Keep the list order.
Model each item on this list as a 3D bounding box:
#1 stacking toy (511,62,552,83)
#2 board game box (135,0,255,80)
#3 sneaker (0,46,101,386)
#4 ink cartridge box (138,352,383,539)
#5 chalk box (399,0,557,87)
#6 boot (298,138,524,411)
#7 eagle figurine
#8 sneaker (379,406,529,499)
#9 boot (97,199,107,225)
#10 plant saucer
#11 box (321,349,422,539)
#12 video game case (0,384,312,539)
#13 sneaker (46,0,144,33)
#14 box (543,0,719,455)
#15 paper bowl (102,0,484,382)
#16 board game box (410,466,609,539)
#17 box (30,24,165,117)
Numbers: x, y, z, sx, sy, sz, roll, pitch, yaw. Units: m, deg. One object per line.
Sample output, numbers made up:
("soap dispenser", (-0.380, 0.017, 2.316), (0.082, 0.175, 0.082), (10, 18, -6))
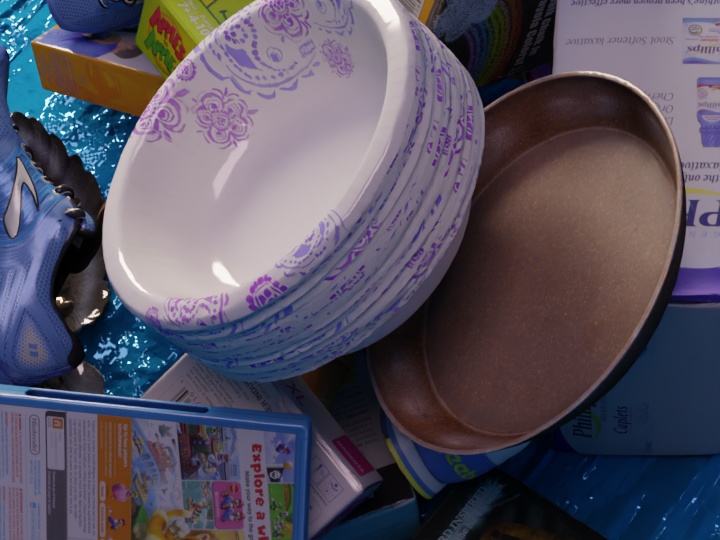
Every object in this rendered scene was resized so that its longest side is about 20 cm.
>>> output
("stacking toy", (0.133, -0.145, 1.223), (0.199, 0.116, 0.110), (-15, 55, 14))
("board game box", (-0.019, -0.141, 1.157), (0.199, 0.048, 0.102), (-21, 58, -33))
("sneaker", (-0.188, -0.030, 1.082), (0.089, 0.079, 0.201), (-7, 75, -9))
("ink cartridge box", (-0.096, 0.132, 1.068), (0.200, 0.042, 0.119), (-43, 78, 17))
("chalk box", (0.070, -0.192, 1.117), (0.199, 0.125, 0.124), (-23, 60, -36))
("boot", (0.000, 0.000, 1.080), (0.199, 0.077, 0.156), (3, 63, 35))
("eagle figurine", (-0.224, 0.002, 1.188), (0.151, 0.152, 0.200), (17, 18, -25))
("sneaker", (0.060, 0.032, 1.118), (0.082, 0.074, 0.201), (-21, 50, 26))
("boot", (-0.065, -0.066, 1.229), (0.199, 0.075, 0.097), (-13, 34, 6))
("plant saucer", (0.084, 0.000, 0.961), (0.200, 0.034, 0.201), (-30, 45, 35))
("box", (-0.033, 0.069, 1.142), (0.082, 0.049, 0.201), (-19, 58, -2))
("video game case", (-0.126, 0.133, 1.025), (0.199, 0.144, 0.018), (5, 19, 7))
("sneaker", (-0.136, -0.192, 1.157), (0.089, 0.200, 0.079), (-30, 90, -41))
("box", (0.157, -0.025, 1.090), (0.104, 0.184, 0.201), (1, 60, 8))
("paper bowl", (-0.025, -0.037, 0.989), (0.200, 0.104, 0.201), (-26, 44, 28))
("board game box", (0.057, 0.211, 1.056), (0.135, 0.028, 0.200), (32, 70, 25))
("box", (-0.094, -0.136, 1.233), (0.199, 0.042, 0.119), (16, 42, 36))
